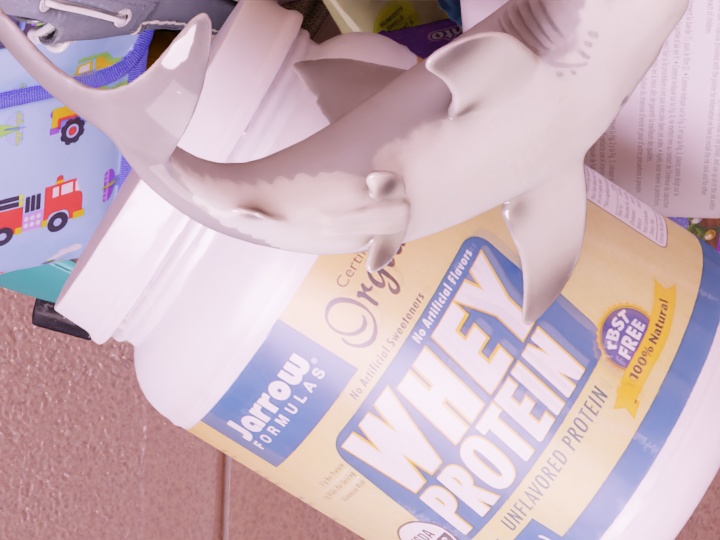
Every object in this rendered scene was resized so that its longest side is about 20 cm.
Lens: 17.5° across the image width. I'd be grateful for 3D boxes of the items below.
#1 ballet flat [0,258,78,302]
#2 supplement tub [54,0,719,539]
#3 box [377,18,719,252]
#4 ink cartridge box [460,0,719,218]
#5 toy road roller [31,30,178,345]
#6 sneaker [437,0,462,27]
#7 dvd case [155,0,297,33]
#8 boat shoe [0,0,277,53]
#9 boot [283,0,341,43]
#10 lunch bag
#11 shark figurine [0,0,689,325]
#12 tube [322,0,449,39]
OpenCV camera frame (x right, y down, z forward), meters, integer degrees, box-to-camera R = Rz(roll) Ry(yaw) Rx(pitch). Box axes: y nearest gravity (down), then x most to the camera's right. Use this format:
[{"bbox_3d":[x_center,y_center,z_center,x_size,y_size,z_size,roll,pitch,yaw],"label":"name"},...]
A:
[{"bbox_3d":[-0.185,-0.039,0.974,0.199,0.070,0.069,15,-178,-11],"label":"ballet flat"},{"bbox_3d":[0.016,0.013,0.766,0.199,0.145,0.145,32,-179,-8],"label":"supplement tub"},{"bbox_3d":[0.087,-0.015,0.926,0.136,0.201,0.039,-14,-146,-6],"label":"box"},{"bbox_3d":[0.122,-0.080,0.761,0.175,0.045,0.200,4,153,7],"label":"ink cartridge box"},{"bbox_3d":[-0.066,-0.052,1.075,0.122,0.147,0.200,16,-147,-2],"label":"toy road roller"},{"bbox_3d":[0.126,-0.126,0.831,0.198,0.077,0.081,2,-156,11],"label":"sneaker"},{"bbox_3d":[-0.034,-0.133,1.014,0.199,0.018,0.143,-17,179,1],"label":"dvd case"},{"bbox_3d":[-0.102,-0.108,0.769,0.073,0.062,0.200,51,-162,27],"label":"boat shoe"},{"bbox_3d":[0.045,-0.147,1.231,0.154,0.200,0.072,36,152,2],"label":"boot"},{"bbox_3d":[-0.153,-0.091,0.856,0.150,0.201,0.094,-14,-127,-29],"label":"lunch bag"},{"bbox_3d":[-0.007,-0.044,0.652,0.213,0.129,0.089,-15,-141,-32],"label":"shark figurine"},{"bbox_3d":[0.039,-0.066,0.934,0.052,0.201,0.058,-15,-144,17],"label":"tube"}]
